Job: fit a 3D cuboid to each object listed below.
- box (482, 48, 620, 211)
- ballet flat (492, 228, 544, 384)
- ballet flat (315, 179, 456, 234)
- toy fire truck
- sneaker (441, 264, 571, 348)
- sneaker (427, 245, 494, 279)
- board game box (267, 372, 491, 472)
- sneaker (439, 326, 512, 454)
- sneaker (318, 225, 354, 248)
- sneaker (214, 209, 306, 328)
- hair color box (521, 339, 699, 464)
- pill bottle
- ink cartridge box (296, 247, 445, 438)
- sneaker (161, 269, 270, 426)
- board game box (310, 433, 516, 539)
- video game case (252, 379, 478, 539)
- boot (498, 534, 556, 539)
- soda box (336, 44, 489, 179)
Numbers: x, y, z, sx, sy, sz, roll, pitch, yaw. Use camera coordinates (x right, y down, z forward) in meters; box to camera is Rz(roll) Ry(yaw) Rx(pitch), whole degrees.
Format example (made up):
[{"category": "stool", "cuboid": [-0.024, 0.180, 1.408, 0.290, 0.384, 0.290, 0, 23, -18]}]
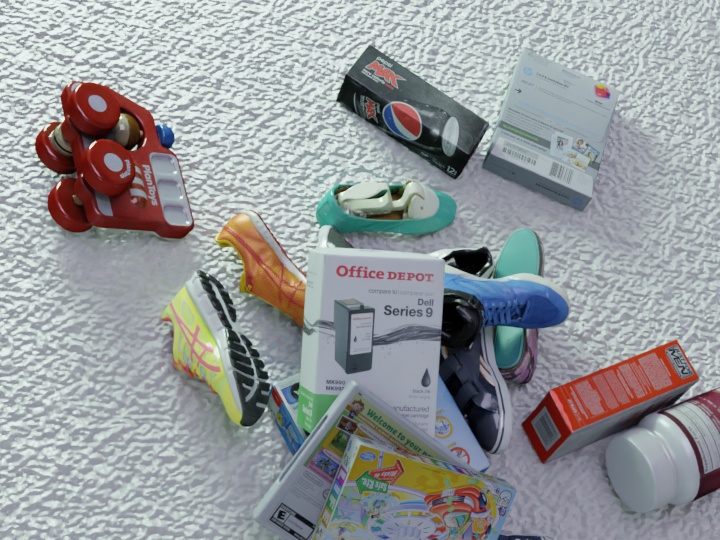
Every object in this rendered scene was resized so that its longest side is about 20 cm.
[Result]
[{"category": "box", "cuboid": [0.267, -0.198, 1.910, 0.154, 0.041, 0.202, 22, 59, -3]}, {"category": "ballet flat", "cuboid": [0.202, 0.049, 1.736, 0.068, 0.071, 0.203, -5, 64, 26]}, {"category": "ballet flat", "cuboid": [0.041, -0.084, 1.762, 0.197, 0.071, 0.068, -4, 62, -19]}, {"category": "toy fire truck", "cuboid": [-0.295, -0.135, 1.685, 0.166, 0.112, 0.202, 6, 57, -41]}, {"category": "sneaker", "cuboid": [0.151, 0.052, 1.626, 0.197, 0.078, 0.112, 13, 33, 1]}, {"category": "sneaker", "cuboid": [0.078, 0.006, 1.718, 0.197, 0.080, 0.075, -12, 67, -20]}, {"category": "board game box", "cuboid": [0.020, 0.191, 1.608, 0.198, 0.056, 0.197, -21, 69, -25]}, {"category": "sneaker", "cuboid": [0.126, 0.132, 1.661, 0.078, 0.079, 0.202, 5, 49, -19]}, {"category": "sneaker", "cuboid": [0.000, 0.000, 1.659, 0.097, 0.072, 0.201, -7, 27, -3]}, {"category": "sneaker", "cuboid": [-0.101, 0.021, 1.675, 0.077, 0.073, 0.201, -40, 77, -2]}, {"category": "hair color box", "cuboid": [0.306, 0.160, 1.683, 0.198, 0.102, 0.062, -17, 67, -25]}, {"category": "pill bottle", "cuboid": [0.405, 0.216, 1.672, 0.198, 0.115, 0.115, -17, 67, -24]}, {"category": "ink cartridge box", "cuboid": [0.011, 0.080, 1.532, 0.144, 0.084, 0.204, 2, 93, -14]}, {"category": "sneaker", "cuboid": [-0.172, 0.103, 1.592, 0.090, 0.078, 0.202, -35, 58, 14]}, {"category": "board game box", "cuboid": [0.057, 0.269, 1.487, 0.198, 0.034, 0.136, 18, 98, -22]}, {"category": "video game case", "cuboid": [0.010, 0.245, 1.496, 0.199, 0.022, 0.183, 37, 90, -23]}, {"category": "boot", "cuboid": [0.177, 0.392, 1.540, 0.089, 0.073, 0.202, 6, 52, -5]}, {"category": "soda box", "cuboid": [0.070, -0.213, 1.848, 0.199, 0.064, 0.071, 33, 57, 4]}]
